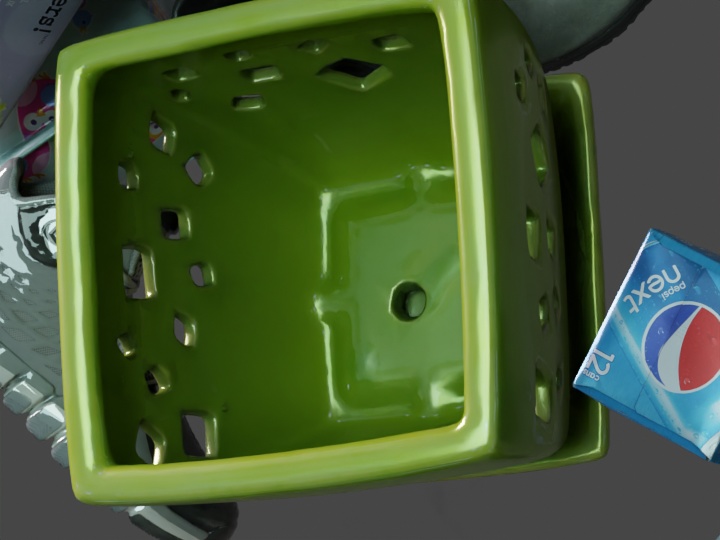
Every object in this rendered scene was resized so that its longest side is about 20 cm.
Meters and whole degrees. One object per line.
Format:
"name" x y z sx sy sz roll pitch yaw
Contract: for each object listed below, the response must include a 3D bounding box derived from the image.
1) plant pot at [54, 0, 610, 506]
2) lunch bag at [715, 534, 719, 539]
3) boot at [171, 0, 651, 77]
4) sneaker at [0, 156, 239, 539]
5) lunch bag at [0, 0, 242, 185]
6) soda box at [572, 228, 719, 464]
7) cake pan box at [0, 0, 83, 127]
"plant pot" 0.000 0.000 1.250 0.199 0.181 0.200 -8 79 25
"lunch bag" 0.212 0.167 1.135 0.200 0.160 0.076 35 79 26
"boot" 0.027 -0.120 1.283 0.199 0.131 0.068 -21 73 23
"sneaker" -0.103 0.029 1.321 0.200 0.075 0.116 43 98 -14
"lunch bag" -0.180 -0.095 1.392 0.200 0.122 0.171 -35 69 12
"soda box" 0.159 0.040 1.152 0.064 0.200 0.068 28 95 27
"cake pan box" -0.177 -0.181 1.283 0.184 0.052 0.200 -52 52 27
